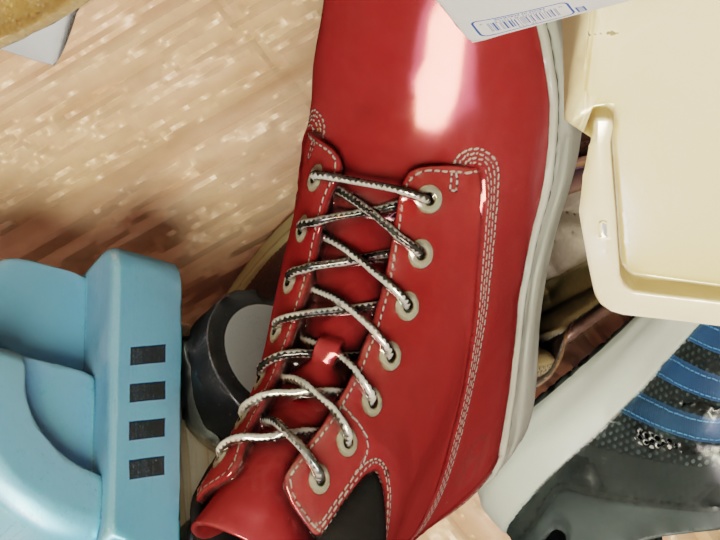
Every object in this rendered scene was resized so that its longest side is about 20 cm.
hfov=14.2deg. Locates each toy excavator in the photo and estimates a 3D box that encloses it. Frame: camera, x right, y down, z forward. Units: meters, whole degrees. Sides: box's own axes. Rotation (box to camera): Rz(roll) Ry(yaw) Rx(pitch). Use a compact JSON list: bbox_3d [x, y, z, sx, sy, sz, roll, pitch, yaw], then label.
[{"bbox_3d":[-0.115,0.028,0.859,0.200,0.195,0.100,16,144,-28],"label":"toy excavator"}]

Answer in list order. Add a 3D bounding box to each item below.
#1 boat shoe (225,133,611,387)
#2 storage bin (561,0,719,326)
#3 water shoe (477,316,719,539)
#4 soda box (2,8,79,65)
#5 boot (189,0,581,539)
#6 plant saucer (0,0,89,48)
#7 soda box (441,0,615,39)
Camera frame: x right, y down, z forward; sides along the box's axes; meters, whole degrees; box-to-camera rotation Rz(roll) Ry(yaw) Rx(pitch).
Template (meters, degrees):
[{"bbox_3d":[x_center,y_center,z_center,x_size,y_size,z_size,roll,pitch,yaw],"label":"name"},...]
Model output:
[{"bbox_3d":[0.035,0.003,0.883,0.200,0.072,0.072,-27,119,20],"label":"boat shoe"},{"bbox_3d":[0.149,-0.070,0.750,0.198,0.200,0.094,7,123,-1],"label":"storage bin"},{"bbox_3d":[0.122,0.033,0.874,0.079,0.071,0.200,51,126,8],"label":"water shoe"},{"bbox_3d":[-0.169,-0.126,0.813,0.199,0.064,0.068,16,123,-7],"label":"soda box"},{"bbox_3d":[0.000,0.000,0.771,0.072,0.144,0.201,12,119,23],"label":"boot"},{"bbox_3d":[-0.136,-0.120,0.704,0.200,0.036,0.200,-8,146,-6],"label":"plant saucer"},{"bbox_3d":[0.103,-0.111,0.598,0.199,0.068,0.064,-14,165,12],"label":"soda box"}]
